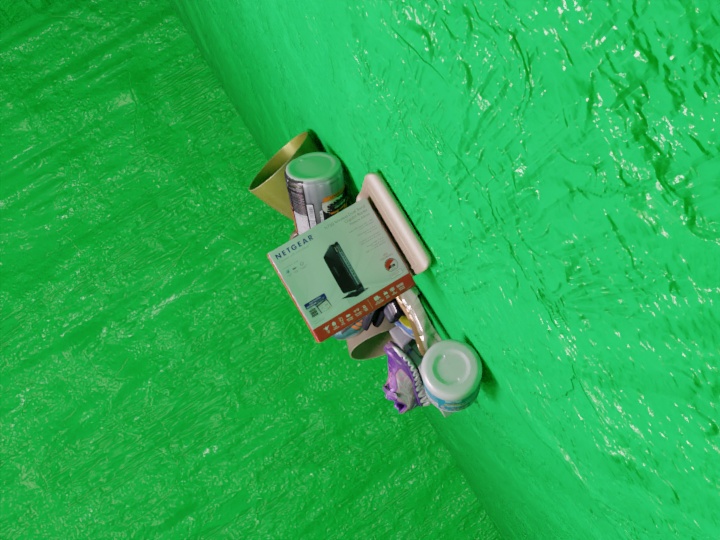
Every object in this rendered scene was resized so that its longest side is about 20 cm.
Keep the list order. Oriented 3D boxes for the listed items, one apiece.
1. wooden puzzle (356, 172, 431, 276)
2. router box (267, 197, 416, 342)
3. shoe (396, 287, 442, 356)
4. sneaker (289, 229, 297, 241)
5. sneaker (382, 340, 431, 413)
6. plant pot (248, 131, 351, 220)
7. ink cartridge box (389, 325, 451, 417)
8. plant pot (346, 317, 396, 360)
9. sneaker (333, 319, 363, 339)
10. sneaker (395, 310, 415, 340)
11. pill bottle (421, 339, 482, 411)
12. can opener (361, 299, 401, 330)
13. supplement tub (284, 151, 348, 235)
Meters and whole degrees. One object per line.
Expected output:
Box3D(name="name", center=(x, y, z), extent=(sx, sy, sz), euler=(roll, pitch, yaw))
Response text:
Box3D(name="wooden puzzle", center=(0.059, -0.077, 1.393), extent=(0.185, 0.037, 0.200), euler=(59, 171, 2))
Box3D(name="router box", center=(-0.034, 0.000, 1.389), extent=(0.180, 0.200, 0.049), euler=(59, 172, -2))
Box3D(name="shoe", center=(0.117, 0.079, 1.659), extent=(0.200, 0.053, 0.070), euler=(68, -167, 16))
Box3D(name="sneaker", center=(-0.134, -0.070, 2.063), extent=(0.200, 0.070, 0.076), euler=(55, -158, -58))
Box3D(name="sneaker", center=(0.087, 0.248, 1.778), extent=(0.200, 0.088, 0.081), euler=(65, 173, -33))
Box3D(name="plant pot", center=(-0.119, -0.180, 1.815), extent=(0.200, 0.187, 0.187), euler=(45, 180, -19))
Box3D(name="ink cartridge box", center=(0.163, 0.216, 1.822), extent=(0.200, 0.086, 0.148), euler=(50, 169, 52))
Box3D(name="plant pot", center=(0.027, 0.103, 2.074), extent=(0.187, 0.187, 0.200), euler=(70, 179, -66))
Box3D(name="sneaker", center=(-0.003, 0.101, 1.940), extent=(0.080, 0.200, 0.071), euler=(30, -148, -55))
Box3D(name="sneaker", center=(0.095, 0.090, 1.809), extent=(0.200, 0.074, 0.082), euler=(54, 176, 48))
Box3D(name="pill bottle", center=(0.174, 0.206, 1.509), extent=(0.111, 0.111, 0.200), euler=(56, 175, 20))
Box3D(name="can opener", center=(0.036, 0.092, 1.746), extent=(0.200, 0.063, 0.079), euler=(127, 135, -64))
Box3D(name="supplement tub", center=(-0.086, -0.138, 1.680), extent=(0.123, 0.122, 0.200), euler=(-127, 21, -47))
